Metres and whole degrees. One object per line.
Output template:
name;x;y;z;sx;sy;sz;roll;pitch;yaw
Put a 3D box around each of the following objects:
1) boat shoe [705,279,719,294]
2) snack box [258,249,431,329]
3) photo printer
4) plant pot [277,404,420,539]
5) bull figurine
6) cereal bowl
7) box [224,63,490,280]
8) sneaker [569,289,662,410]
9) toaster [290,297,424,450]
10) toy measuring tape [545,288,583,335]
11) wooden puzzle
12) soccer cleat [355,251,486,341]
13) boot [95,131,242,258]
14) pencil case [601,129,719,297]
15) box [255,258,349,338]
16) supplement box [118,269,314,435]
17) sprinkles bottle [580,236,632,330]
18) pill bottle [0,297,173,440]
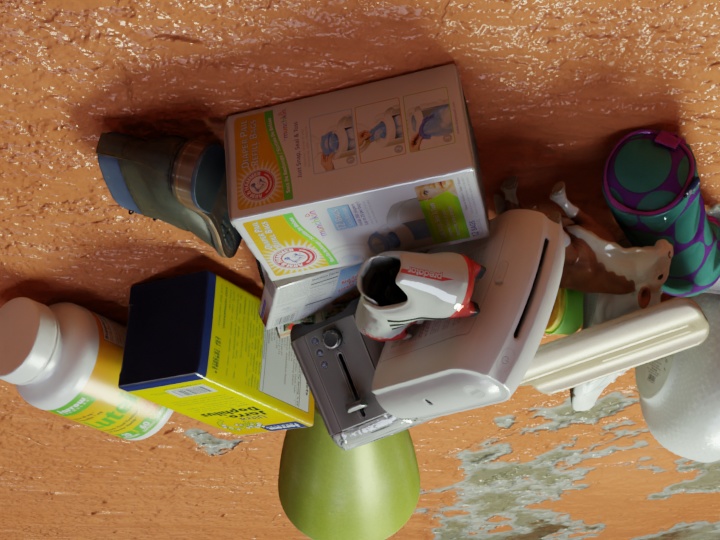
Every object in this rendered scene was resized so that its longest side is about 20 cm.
boat shoe;0.414;0.003;1.210;0.197;0.070;0.071;-6;144;-17
snack box;0.000;0.000;1.108;0.198;0.024;0.072;-18;150;-25
photo printer;0.097;0.040;1.014;0.069;0.168;0.200;29;156;-16
plant pot;-0.017;0.203;1.432;0.184;0.189;0.202;-5;137;-3
bull figurine;0.185;-0.024;1.063;0.199;0.065;0.122;4;142;52
cereal bowl;0.359;0.103;1.282;0.082;0.203;0.201;14;148;-11
box;-0.002;-0.077;0.966;0.197;0.103;0.113;-11;151;9
sneaker;0.258;0.083;1.200;0.079;0.071;0.202;4;141;0
toaster;0.016;0.099;1.171;0.112;0.131;0.200;-22;172;17
toy measuring tape;0.199;0.052;1.281;0.072;0.075;0.200;6;149;-21
wooden puzzle;0.225;0.067;1.074;0.183;0.038;0.200;-21;165;15
soccer cleat;0.027;0.017;0.971;0.084;0.070;0.199;15;168;-21
boot;-0.155;-0.070;1.013;0.096;0.076;0.200;16;164;11
pencil case;0.289;-0.050;1.093;0.093;0.085;0.200;-47;146;-1
box;-0.044;-0.007;1.132;0.109;0.035;0.201;-19;152;-7
supplement box;-0.143;0.092;1.228;0.108;0.110;0.199;-11;153;31
sprinkles bottle;0.283;0.040;1.276;0.067;0.069;0.201;-6;152;-1
pill bottle;-0.290;0.100;1.223;0.110;0.113;0.199;-21;148;26
